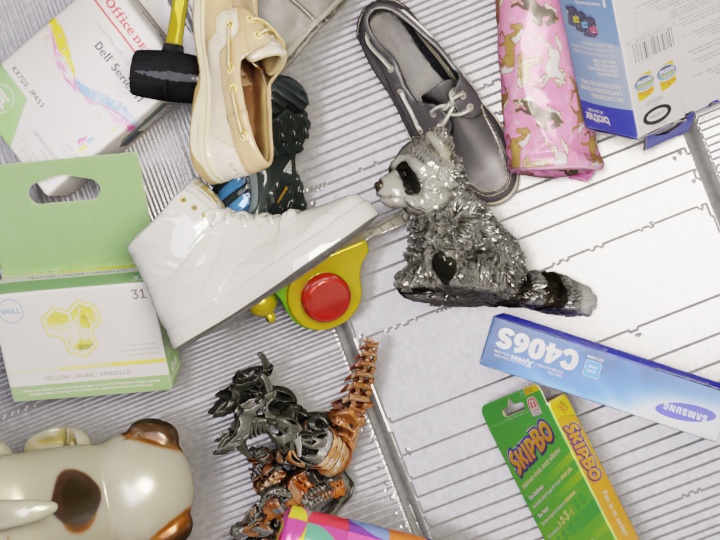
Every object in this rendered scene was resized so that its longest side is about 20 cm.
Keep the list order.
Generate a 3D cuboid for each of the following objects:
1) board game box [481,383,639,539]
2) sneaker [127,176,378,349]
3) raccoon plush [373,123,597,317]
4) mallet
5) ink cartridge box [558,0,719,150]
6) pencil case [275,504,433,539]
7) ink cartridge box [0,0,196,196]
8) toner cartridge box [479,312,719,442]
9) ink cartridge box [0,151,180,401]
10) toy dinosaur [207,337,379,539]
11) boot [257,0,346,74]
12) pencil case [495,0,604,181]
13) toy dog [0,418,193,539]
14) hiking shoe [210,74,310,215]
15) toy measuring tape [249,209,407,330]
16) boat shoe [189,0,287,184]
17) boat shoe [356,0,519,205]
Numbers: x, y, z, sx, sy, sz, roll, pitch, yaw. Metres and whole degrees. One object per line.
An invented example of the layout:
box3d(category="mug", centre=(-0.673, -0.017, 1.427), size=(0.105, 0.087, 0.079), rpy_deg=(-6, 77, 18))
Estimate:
box3d(category="board game box", centre=(0.171, 0.187, 1.687), size=(0.030, 0.095, 0.201), rpy_deg=(-29, 89, -32))
box3d(category="sneaker", centre=(-0.093, -0.035, 1.666), size=(0.199, 0.074, 0.116), rpy_deg=(-31, 84, 7))
box3d(category="raccoon plush", centre=(0.100, -0.038, 1.698), size=(0.096, 0.199, 0.135), rpy_deg=(-12, 70, 51))
box3d(category="mallet", centre=(-0.136, -0.234, 1.697), size=(0.065, 0.041, 0.201), rpy_deg=(15, 88, 4))
box3d(category="ink cartridge box", centre=(0.235, -0.193, 1.633), size=(0.136, 0.076, 0.201), rpy_deg=(-25, 112, -24))
box3d(category="pencil case", centre=(0.016, 0.253, 1.699), size=(0.198, 0.088, 0.089), rpy_deg=(13, 93, -4))
box3d(category="ink cartridge box", centre=(-0.217, -0.169, 1.758), size=(0.200, 0.067, 0.117), rpy_deg=(-40, 85, 7))
box3d(category="toner cartridge box", centre=(0.200, 0.085, 1.681), size=(0.199, 0.095, 0.043), rpy_deg=(18, 94, 9))
box3d(category="ink cartridge box", centre=(-0.239, 0.008, 1.739), size=(0.144, 0.048, 0.201), rpy_deg=(-5, 115, 10))
box3d(category="toy dinosaur", centre=(-0.053, 0.140, 1.736), size=(0.135, 0.102, 0.201), rpy_deg=(32, 81, -17))
box3d(category="boot", centre=(-0.090, -0.289, 1.737), size=(0.200, 0.073, 0.182), rpy_deg=(40, 103, 11))
box3d(category="pencil case", centre=(0.154, -0.173, 1.691), size=(0.086, 0.083, 0.202), rpy_deg=(-2, 90, -4))
box3d(category="toy dog", centre=(-0.237, 0.183, 1.714), size=(0.199, 0.194, 0.141), rpy_deg=(-7, 73, -24))
box3d(category="hiking shoe", centre=(-0.094, -0.070, 1.749), size=(0.086, 0.074, 0.202), rpy_deg=(16, 102, 39))
box3d(category="toy measuring tape", centre=(0.000, 0.000, 1.734), size=(0.199, 0.074, 0.074), rpy_deg=(-23, 87, -8))
box3d(category="boat shoe", centre=(-0.092, -0.169, 1.667), size=(0.069, 0.074, 0.202), rpy_deg=(-4, 78, 24))
box3d(category="boat shoe", centre=(0.061, -0.139, 1.716), size=(0.072, 0.063, 0.201), rpy_deg=(-34, 87, 5))
